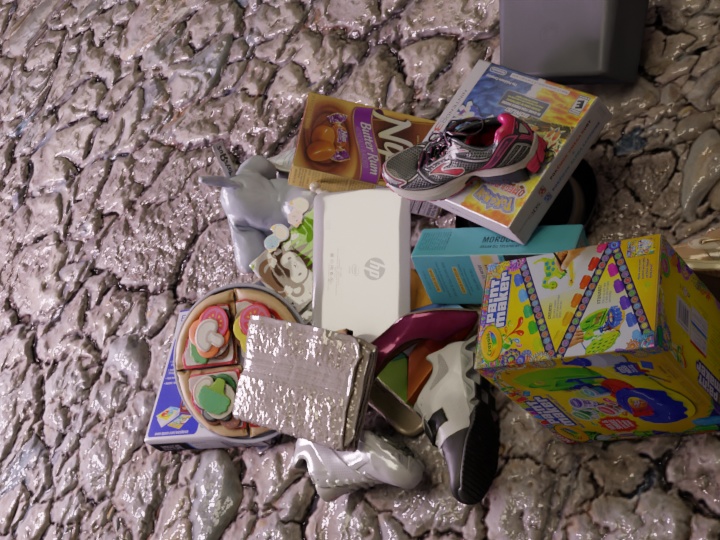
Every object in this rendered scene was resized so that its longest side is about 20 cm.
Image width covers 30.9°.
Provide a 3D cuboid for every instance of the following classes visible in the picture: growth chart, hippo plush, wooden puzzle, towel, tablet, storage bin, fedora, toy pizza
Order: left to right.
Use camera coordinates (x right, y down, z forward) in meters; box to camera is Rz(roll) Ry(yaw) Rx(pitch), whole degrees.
[{"bbox_3d":[-0.150,0.116,1.618,0.200,0.032,0.201,0,91,23],"label":"toy pizza"},{"bbox_3d":[-0.094,-0.098,1.747,0.160,0.200,0.160,-4,41,17],"label":"hippo plush"},{"bbox_3d":[-0.069,0.129,1.519,0.200,0.034,0.133,9,87,40],"label":"towel"},{"bbox_3d":[-0.068,0.000,1.632,0.145,0.018,0.200,34,90,15],"label":"growth chart"},{"bbox_3d":[0.000,0.000,1.589,0.130,0.014,0.201,-3,81,23],"label":"tablet"},{"bbox_3d":[0.066,0.078,1.578,0.200,0.037,0.185,-51,43,-1],"label":"wooden puzzle"},{"bbox_3d":[0.181,-0.092,1.557,0.200,0.092,0.201,-21,50,27],"label":"fedora"},{"bbox_3d":[0.266,-0.300,1.618,0.200,0.145,0.135,7,93,42],"label":"storage bin"}]

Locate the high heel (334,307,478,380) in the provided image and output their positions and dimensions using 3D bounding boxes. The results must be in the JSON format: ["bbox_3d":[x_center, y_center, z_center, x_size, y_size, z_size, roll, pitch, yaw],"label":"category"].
[{"bbox_3d":[0.049,0.103,1.517,0.199,0.067,0.096,-15,78,21],"label":"high heel"}]

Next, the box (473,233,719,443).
[{"bbox_3d":[0.251,0.075,1.307,0.192,0.200,0.122,-10,56,35],"label":"box"}]

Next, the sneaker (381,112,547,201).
[{"bbox_3d":[0.107,-0.136,1.462,0.200,0.075,0.081,-13,55,35],"label":"sneaker"}]

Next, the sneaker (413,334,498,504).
[{"bbox_3d":[0.103,0.173,1.453,0.088,0.074,0.200,-15,49,27],"label":"sneaker"}]

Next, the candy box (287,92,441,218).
[{"bbox_3d":[0.016,-0.149,1.677,0.199,0.056,0.117,13,62,-4],"label":"candy box"}]

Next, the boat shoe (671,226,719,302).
[{"bbox_3d":[0.379,-0.009,1.361,0.200,0.071,0.065,0,56,31],"label":"boat shoe"}]

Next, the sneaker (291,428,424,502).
[{"bbox_3d":[-0.006,0.230,1.517,0.200,0.078,0.100,17,83,50],"label":"sneaker"}]

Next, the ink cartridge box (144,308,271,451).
[{"bbox_3d":[-0.184,0.139,1.739,0.197,0.047,0.200,-9,55,37],"label":"ink cartridge box"}]

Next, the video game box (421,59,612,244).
[{"bbox_3d":[0.163,-0.142,1.508,0.200,0.047,0.182,28,83,46],"label":"video game box"}]

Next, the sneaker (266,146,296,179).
[{"bbox_3d":[-0.075,-0.146,1.838,0.200,0.071,0.080,-9,31,41],"label":"sneaker"}]

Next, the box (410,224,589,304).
[{"bbox_3d":[0.165,-0.005,1.492,0.199,0.082,0.049,-1,44,30],"label":"box"}]
